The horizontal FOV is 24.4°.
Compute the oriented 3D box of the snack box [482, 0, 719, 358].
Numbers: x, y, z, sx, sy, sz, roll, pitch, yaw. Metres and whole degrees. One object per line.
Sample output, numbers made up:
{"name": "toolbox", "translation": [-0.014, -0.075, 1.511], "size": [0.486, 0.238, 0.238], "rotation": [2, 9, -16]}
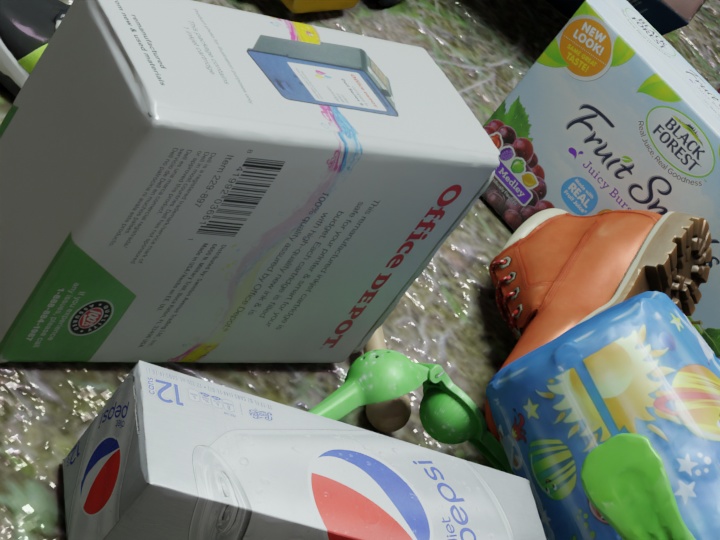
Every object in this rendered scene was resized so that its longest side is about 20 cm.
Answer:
{"name": "snack box", "translation": [0.170, -0.045, 0.994], "size": [0.200, 0.142, 0.053], "rotation": [48, 32, 13]}

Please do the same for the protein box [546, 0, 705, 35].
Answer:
{"name": "protein box", "translation": [0.173, -0.281, 1.223], "size": [0.200, 0.135, 0.199], "rotation": [37, -2, -5]}

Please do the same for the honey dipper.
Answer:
{"name": "honey dipper", "translation": [0.000, 0.000, 0.862], "size": [0.038, 0.038, 0.200], "rotation": [18, 39, -31]}

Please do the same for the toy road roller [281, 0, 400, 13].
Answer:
{"name": "toy road roller", "translation": [-0.010, -0.260, 1.071], "size": [0.123, 0.146, 0.200], "rotation": [47, 32, 13]}

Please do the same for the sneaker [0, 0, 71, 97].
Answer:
{"name": "sneaker", "translation": [-0.099, -0.101, 0.840], "size": [0.200, 0.083, 0.072], "rotation": [32, 32, -13]}

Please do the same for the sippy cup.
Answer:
{"name": "sippy cup", "translation": [0.127, 0.085, 0.764], "size": [0.139, 0.178, 0.131], "rotation": [-28, 87, -25]}

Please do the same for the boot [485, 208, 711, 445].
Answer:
{"name": "boot", "translation": [0.105, 0.031, 0.910], "size": [0.107, 0.075, 0.200], "rotation": [14, 40, 30]}

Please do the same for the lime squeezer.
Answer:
{"name": "lime squeezer", "translation": [0.028, 0.076, 0.773], "size": [0.200, 0.038, 0.071], "rotation": [17, 63, -34]}

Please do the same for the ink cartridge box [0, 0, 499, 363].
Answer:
{"name": "ink cartridge box", "translation": [-0.058, -0.034, 0.738], "size": [0.200, 0.145, 0.088], "rotation": [5, 44, -42]}

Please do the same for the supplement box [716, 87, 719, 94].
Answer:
{"name": "supplement box", "translation": [0.295, -0.032, 1.124], "size": [0.200, 0.131, 0.103], "rotation": [12, 39, -38]}

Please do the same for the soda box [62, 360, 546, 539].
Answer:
{"name": "soda box", "translation": [-0.018, 0.105, 0.681], "size": [0.200, 0.068, 0.064], "rotation": [21, 36, -29]}
